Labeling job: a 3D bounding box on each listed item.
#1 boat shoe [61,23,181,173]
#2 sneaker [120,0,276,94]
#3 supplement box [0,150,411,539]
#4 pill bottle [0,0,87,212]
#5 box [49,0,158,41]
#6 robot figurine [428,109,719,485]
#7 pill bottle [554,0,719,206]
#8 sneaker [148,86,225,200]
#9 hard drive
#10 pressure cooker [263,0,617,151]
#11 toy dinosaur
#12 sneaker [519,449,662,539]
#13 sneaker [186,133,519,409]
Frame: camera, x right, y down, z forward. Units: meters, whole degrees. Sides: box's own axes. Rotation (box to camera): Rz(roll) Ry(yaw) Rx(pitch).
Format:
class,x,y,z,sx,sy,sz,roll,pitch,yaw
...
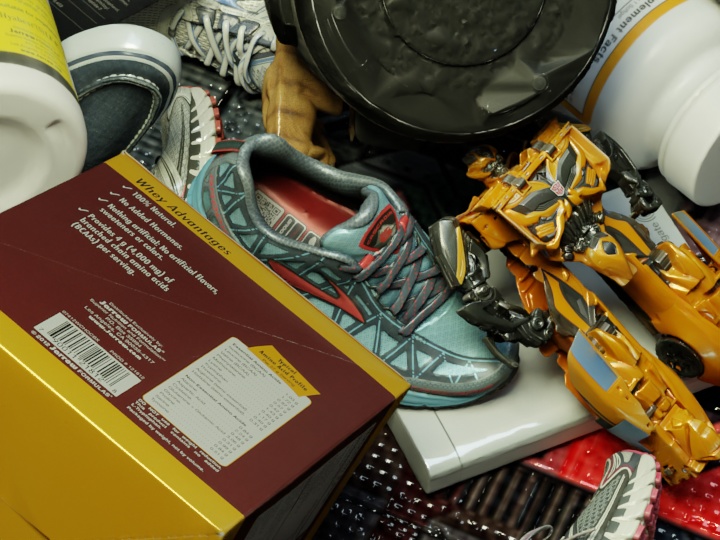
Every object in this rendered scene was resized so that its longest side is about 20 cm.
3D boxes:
class,x,y,z,sx,sy,sz,roll,pitch,yaw
boat shoe,-0.161,-0.049,1.390,0.070,0.200,0.091,22,53,-28
sneaker,-0.061,-0.143,1.524,0.198,0.077,0.086,0,57,-3
supplement box,-0.120,0.074,1.252,0.197,0.133,0.200,38,30,11
pill bottle,-0.212,-0.122,1.333,0.110,0.112,0.201,-12,49,-11
box,-0.193,-0.232,1.514,0.181,0.104,0.201,-26,50,22
robot figurine,0.130,0.006,1.360,0.200,0.058,0.145,46,60,-8
pill bottle,0.150,-0.129,1.496,0.111,0.111,0.200,-33,60,-24
sneaker,-0.117,-0.022,1.427,0.081,0.078,0.201,6,53,4
hard drive,0.099,0.033,1.428,0.199,0.027,0.132,-19,56,-17
pressure cooker,0.037,-0.161,1.389,0.175,0.200,0.179,-37,104,1
toy dinosaur,-0.036,-0.105,1.458,0.060,0.106,0.202,-13,65,27
sneaker,0.091,0.163,1.296,0.074,0.081,0.200,26,56,18
sneaker,0.000,0.000,1.354,0.199,0.096,0.080,31,63,-3
